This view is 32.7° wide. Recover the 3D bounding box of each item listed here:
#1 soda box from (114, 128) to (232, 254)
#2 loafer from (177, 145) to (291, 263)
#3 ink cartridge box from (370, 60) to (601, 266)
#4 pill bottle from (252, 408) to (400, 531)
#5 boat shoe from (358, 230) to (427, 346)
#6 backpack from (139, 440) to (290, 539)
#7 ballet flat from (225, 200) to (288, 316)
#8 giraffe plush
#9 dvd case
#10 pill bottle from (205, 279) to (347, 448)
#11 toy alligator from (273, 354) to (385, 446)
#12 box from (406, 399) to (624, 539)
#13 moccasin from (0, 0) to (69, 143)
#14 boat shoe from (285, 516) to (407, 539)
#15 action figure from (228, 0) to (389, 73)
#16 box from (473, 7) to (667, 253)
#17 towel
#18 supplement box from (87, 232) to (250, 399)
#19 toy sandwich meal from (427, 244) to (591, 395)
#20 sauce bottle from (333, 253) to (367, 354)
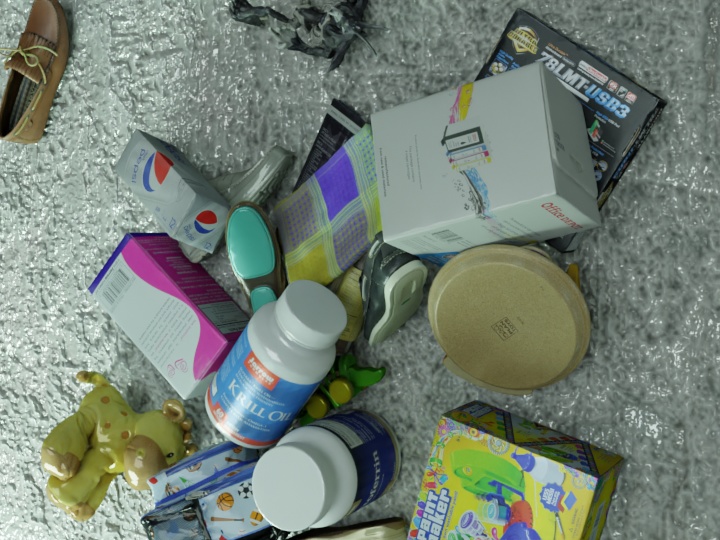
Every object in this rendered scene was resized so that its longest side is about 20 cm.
[{"bbox_3d":[-0.235,-0.102,1.534,0.064,0.068,0.200,-57,42,11],"label":"soda box"},{"bbox_3d":[-0.166,-0.092,1.549,0.200,0.070,0.070,-43,84,22],"label":"loafer"},{"bbox_3d":[0.134,-0.107,1.297,0.197,0.147,0.147,-13,73,26],"label":"ink cartridge box"},{"bbox_3d":[-0.039,0.234,1.435,0.114,0.199,0.118,2,94,25],"label":"pill bottle"},{"bbox_3d":[0.030,0.023,1.417,0.071,0.201,0.068,-33,70,-21],"label":"boat shoe"},{"bbox_3d":[-0.161,0.290,1.516,0.188,0.200,0.157,-17,87,12],"label":"backpack"},{"bbox_3d":[-0.116,0.002,1.512,0.067,0.073,0.203,-12,109,15],"label":"ballet flat"},{"bbox_3d":[-0.301,0.233,1.607,0.159,0.173,0.203,10,63,14],"label":"giraffe plush"},{"bbox_3d":[-0.032,-0.089,1.479,0.149,0.016,0.202,42,113,47],"label":"dvd case"},{"bbox_3d":[-0.097,0.108,1.444,0.112,0.112,0.201,45,126,16],"label":"pill bottle"},{"bbox_3d":[-0.053,0.152,1.512,0.199,0.059,0.055,-35,86,31],"label":"toy alligator"},{"bbox_3d":[0.169,0.280,1.383,0.190,0.122,0.203,18,101,24],"label":"box"},{"bbox_3d":[-0.452,-0.274,1.670,0.073,0.077,0.204,29,105,21],"label":"moccasin"},{"bbox_3d":[-0.034,0.352,1.511,0.197,0.071,0.066,-14,86,24],"label":"boat shoe"},{"bbox_3d":[-0.068,-0.313,1.473,0.198,0.102,0.121,22,91,24],"label":"action figure"},{"bbox_3d":[0.207,-0.157,1.378,0.199,0.050,0.200,36,106,20],"label":"box"},{"bbox_3d":[-0.032,-0.065,1.442,0.199,0.023,0.146,-36,54,39],"label":"towel"},{"bbox_3d":[-0.236,0.055,1.574,0.200,0.103,0.102,46,109,17],"label":"supplement box"},{"bbox_3d":[0.167,0.050,1.358,0.202,0.070,0.208,11,124,16],"label":"toy sandwich meal"},{"bbox_3d":[0.000,0.000,1.480,0.064,0.064,0.202,30,103,21],"label":"sauce bottle"}]
